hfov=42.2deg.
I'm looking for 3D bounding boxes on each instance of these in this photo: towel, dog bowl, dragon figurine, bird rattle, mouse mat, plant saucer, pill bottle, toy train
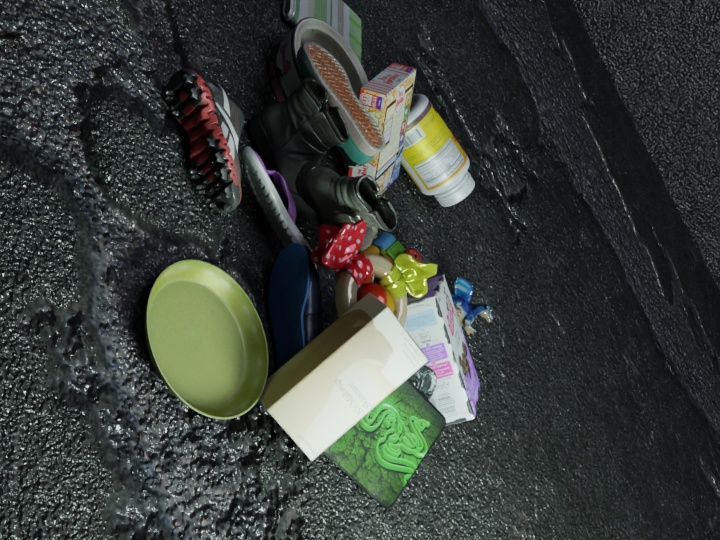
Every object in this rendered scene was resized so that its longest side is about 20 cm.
[{"bbox_3d":[-0.066,-0.445,1.660,0.200,0.031,0.150,34,47,-44],"label":"towel"},{"bbox_3d":[-0.068,-0.304,1.521,0.200,0.074,0.201,32,47,-42],"label":"dog bowl"},{"bbox_3d":[0.167,0.052,1.659,0.200,0.059,0.100,44,38,-33],"label":"dragon figurine"},{"bbox_3d":[0.017,0.022,1.274,0.200,0.112,0.164,24,62,-52],"label":"bird rattle"},{"bbox_3d":[0.030,0.224,1.311,0.161,0.008,0.200,-54,126,-16],"label":"mouse mat"},{"bbox_3d":[-0.191,0.086,1.137,0.200,0.031,0.201,32,46,-42],"label":"plant saucer"},{"bbox_3d":[0.127,-0.217,1.719,0.200,0.109,0.109,52,35,-23],"label":"pill bottle"},{"bbox_3d":[0.000,0.000,1.440,0.116,0.085,0.200,48,41,0],"label":"toy train"}]

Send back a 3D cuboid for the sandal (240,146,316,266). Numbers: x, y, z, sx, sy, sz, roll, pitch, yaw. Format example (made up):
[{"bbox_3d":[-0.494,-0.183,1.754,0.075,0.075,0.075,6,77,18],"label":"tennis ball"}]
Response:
[{"bbox_3d":[-0.108,-0.091,1.321,0.050,0.082,0.203,-34,114,-18],"label":"sandal"}]

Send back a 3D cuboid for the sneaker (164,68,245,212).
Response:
[{"bbox_3d":[-0.191,-0.174,1.260,0.098,0.071,0.201,-7,76,-55],"label":"sneaker"}]

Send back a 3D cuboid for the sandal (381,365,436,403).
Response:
[{"bbox_3d":[0.028,0.158,1.324,0.200,0.048,0.076,3,101,-28],"label":"sandal"}]

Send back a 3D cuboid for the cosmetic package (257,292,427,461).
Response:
[{"bbox_3d":[-0.025,0.135,1.198,0.105,0.200,0.071,51,-6,-23],"label":"cosmetic package"}]

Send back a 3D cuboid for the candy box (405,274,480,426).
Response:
[{"bbox_3d":[0.123,0.123,1.474,0.168,0.071,0.201,-49,121,-75],"label":"candy box"}]

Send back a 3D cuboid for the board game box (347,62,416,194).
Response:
[{"bbox_3d":[0.034,-0.221,1.534,0.152,0.046,0.201,-50,154,-56],"label":"board game box"}]

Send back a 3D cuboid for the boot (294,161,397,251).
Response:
[{"bbox_3d":[-0.001,-0.073,1.321,0.068,0.130,0.200,-59,142,-15],"label":"boot"}]

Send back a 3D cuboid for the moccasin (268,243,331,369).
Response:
[{"bbox_3d":[-0.083,0.066,1.282,0.068,0.080,0.201,16,72,-55],"label":"moccasin"}]

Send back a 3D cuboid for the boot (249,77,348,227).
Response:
[{"bbox_3d":[-0.069,-0.169,1.366,0.201,0.130,0.068,61,33,-9],"label":"boot"}]

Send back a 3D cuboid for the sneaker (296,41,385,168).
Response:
[{"bbox_3d":[-0.047,-0.244,1.402,0.071,0.080,0.201,-27,84,-51],"label":"sneaker"}]
